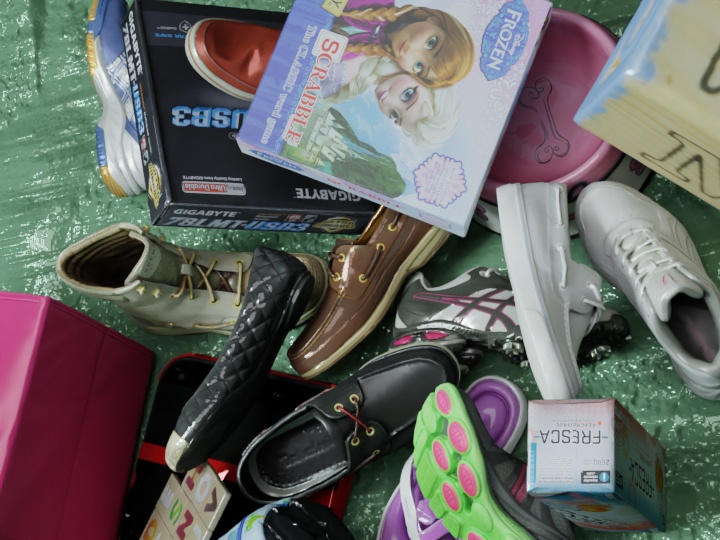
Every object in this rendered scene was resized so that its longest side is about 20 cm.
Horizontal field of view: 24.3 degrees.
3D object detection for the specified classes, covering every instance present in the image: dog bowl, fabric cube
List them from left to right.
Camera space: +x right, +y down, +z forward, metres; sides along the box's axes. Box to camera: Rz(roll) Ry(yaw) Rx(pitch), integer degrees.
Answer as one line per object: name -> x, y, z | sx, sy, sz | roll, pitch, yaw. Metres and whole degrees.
fabric cube -> -0.316, 0.134, 1.419 | 0.195, 0.200, 0.200 | 4, 75, 22
dog bowl -> 0.149, -0.129, 1.393 | 0.199, 0.074, 0.201 | -7, 70, 19

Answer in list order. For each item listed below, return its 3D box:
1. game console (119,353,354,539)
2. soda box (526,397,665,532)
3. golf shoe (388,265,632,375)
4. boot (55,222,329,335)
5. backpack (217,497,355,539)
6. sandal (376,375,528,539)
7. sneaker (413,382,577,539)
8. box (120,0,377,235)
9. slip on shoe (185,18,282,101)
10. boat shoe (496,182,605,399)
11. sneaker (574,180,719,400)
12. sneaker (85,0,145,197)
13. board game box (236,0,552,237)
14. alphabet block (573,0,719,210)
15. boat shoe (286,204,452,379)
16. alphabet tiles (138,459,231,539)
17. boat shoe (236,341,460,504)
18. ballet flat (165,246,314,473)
game console -> -0.100, 0.169, 1.420 | 0.199, 0.031, 0.178 | 10, 83, 25
soda box -> 0.175, 0.145, 1.219 | 0.063, 0.200, 0.069 | -4, 72, 20
golf shoe -> 0.118, 0.035, 1.351 | 0.199, 0.077, 0.089 | -4, 66, 20
boot -> -0.139, 0.005, 1.414 | 0.199, 0.155, 0.072 | -6, 71, 21
backpack -> -0.039, 0.274, 1.282 | 0.153, 0.163, 0.201 | -27, 77, 34
sandal -> 0.064, 0.173, 1.338 | 0.082, 0.050, 0.203 | 21, 82, 26
sneaker -> 0.110, 0.177, 1.293 | 0.077, 0.084, 0.201 | -37, 81, 42
box -> -0.095, -0.131, 1.435 | 0.050, 0.199, 0.199 | -46, 49, 52
slip on shoe -> -0.051, -0.176, 1.415 | 0.199, 0.061, 0.074 | 14, 60, -20
boat shoe -> 0.151, 0.015, 1.275 | 0.068, 0.072, 0.201 | -11, 49, 3
sneaker -> 0.235, 0.005, 1.286 | 0.078, 0.099, 0.200 | -39, 73, 5
sneaker -> -0.202, -0.167, 1.554 | 0.088, 0.075, 0.201 | -11, 75, 5
board game box -> 0.029, -0.156, 1.353 | 0.199, 0.041, 0.201 | 20, 81, 7
alphabet block -> 0.302, -0.153, 1.237 | 0.199, 0.196, 0.196 | 31, 86, 0
boat shoe -> 0.000, 0.000, 1.396 | 0.067, 0.072, 0.200 | 39, 90, -15
alphabet tiles -> -0.162, 0.250, 1.347 | 0.201, 0.008, 0.167 | -64, 22, 4
boat shoe -> -0.009, 0.126, 1.332 | 0.201, 0.063, 0.074 | -31, 91, 14
ballet flat -> -0.105, 0.074, 1.364 | 0.057, 0.066, 0.201 | 26, 77, 17
